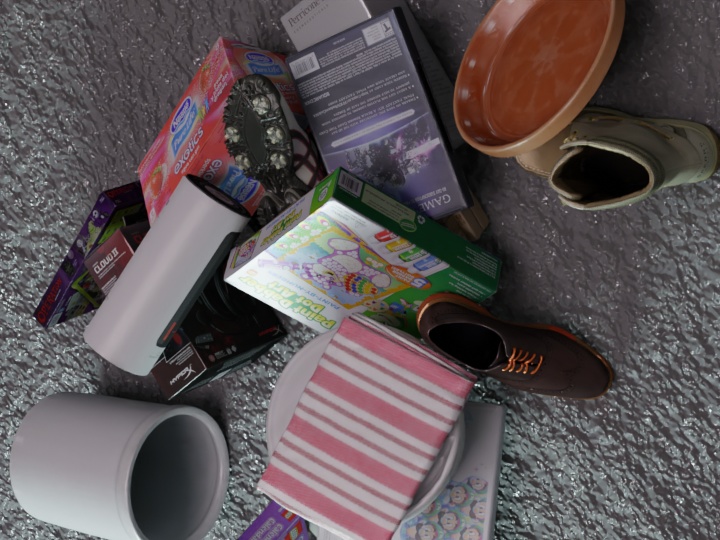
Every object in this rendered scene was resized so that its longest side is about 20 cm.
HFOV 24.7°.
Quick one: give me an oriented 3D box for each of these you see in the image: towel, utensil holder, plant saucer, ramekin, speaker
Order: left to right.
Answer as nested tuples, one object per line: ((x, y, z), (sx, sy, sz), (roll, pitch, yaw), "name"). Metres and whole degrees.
((-0.281, 0.229, 1.899), (0.200, 0.170, 0.170), (4, 106, 36), "utensil holder")
((-0.197, 0.006, 1.666), (0.081, 0.081, 0.200), (37, 98, 22), "speaker")
((0.006, 0.156, 1.578), (0.146, 0.030, 0.200), (28, 90, 17), "towel")
((0.013, 0.159, 1.638), (0.202, 0.094, 0.203), (-3, 79, 16), "ramekin")
((0.163, -0.192, 1.482), (0.200, 0.032, 0.201), (-34, 42, 37), "plant saucer")

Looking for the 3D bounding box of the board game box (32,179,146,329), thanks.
((-0.285, -0.023, 1.860), (0.032, 0.120, 0.200), (47, 124, 18), "board game box")

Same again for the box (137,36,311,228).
((-0.140, -0.132, 1.720), (0.200, 0.102, 0.095), (-53, 38, 34), "box")

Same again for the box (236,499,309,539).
((-0.109, 0.343, 1.772), (0.039, 0.137, 0.200), (33, 155, 24), "box")

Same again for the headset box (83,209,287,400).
((-0.194, 0.022, 1.789), (0.075, 0.149, 0.200), (-39, 79, 35), "headset box")

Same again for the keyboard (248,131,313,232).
((-0.056, -0.101, 1.737), (0.127, 0.021, 0.200), (47, 125, 16), "keyboard")

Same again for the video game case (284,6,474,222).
((0.016, -0.135, 1.586), (0.143, 0.019, 0.200), (-19, 94, 38), "video game case")

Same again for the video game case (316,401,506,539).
((0.049, 0.228, 1.676), (0.182, 0.024, 0.200), (4, 81, 18), "video game case")

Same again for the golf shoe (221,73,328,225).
((-0.076, -0.116, 1.643), (0.077, 0.088, 0.200), (5, 128, 31), "golf shoe")

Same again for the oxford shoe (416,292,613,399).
((0.147, 0.085, 1.569), (0.200, 0.073, 0.071), (18, 106, -4), "oxford shoe")

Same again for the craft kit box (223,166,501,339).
((0.000, 0.000, 1.618), (0.200, 0.049, 0.197), (29, 144, -22), "craft kit box")

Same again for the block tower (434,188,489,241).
((0.029, -0.033, 1.665), (0.200, 0.054, 0.058), (-19, 113, 38), "block tower")

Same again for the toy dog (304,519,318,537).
((0.002, 0.264, 1.756), (0.200, 0.096, 0.132), (45, 167, 9), "toy dog")

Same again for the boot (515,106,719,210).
((0.200, -0.099, 1.468), (0.200, 0.155, 0.072), (6, 107, 34), "boot")

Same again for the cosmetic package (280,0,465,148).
((0.018, -0.193, 1.625), (0.101, 0.071, 0.200), (-34, 82, 37), "cosmetic package")
